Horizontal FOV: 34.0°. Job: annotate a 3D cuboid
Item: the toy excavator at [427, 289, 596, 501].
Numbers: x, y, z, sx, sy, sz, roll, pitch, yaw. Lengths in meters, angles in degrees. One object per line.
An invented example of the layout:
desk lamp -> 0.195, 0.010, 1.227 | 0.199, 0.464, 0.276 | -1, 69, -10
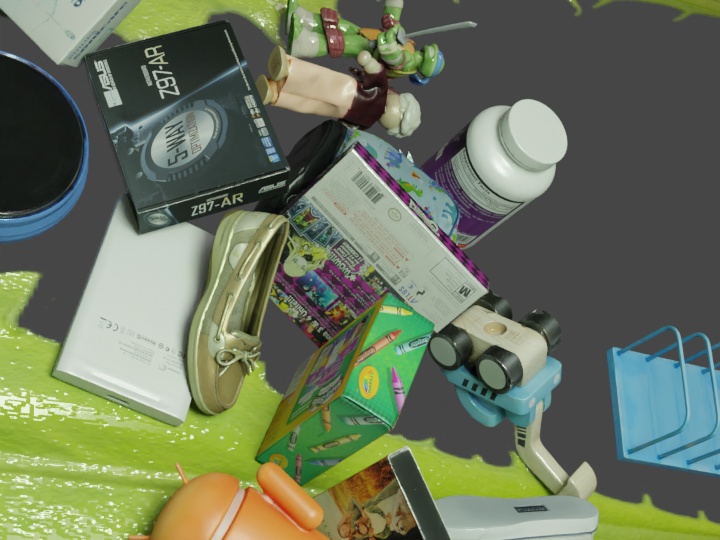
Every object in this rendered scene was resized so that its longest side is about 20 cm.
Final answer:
toy excavator -> 0.174, 0.148, 1.292 | 0.193, 0.201, 0.100 | 24, 44, 33

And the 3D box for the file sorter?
file sorter -> 0.415, 0.157, 1.410 | 0.198, 0.123, 0.140 | 13, 61, -25

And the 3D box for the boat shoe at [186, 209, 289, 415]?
boat shoe -> -0.116, 0.042, 1.145 | 0.073, 0.063, 0.203 | 31, 69, -60

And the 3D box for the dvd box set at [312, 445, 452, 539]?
dvd box set -> 0.013, 0.258, 1.069 | 0.029, 0.200, 0.147 | -16, 76, -37

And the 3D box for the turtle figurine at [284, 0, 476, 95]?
turtle figurine -> 0.015, -0.296, 1.355 | 0.192, 0.200, 0.145 | 4, 68, -12

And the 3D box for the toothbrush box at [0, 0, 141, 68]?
toothbrush box -> -0.316, -0.326, 1.183 | 0.200, 0.085, 0.146 | 44, 96, -3

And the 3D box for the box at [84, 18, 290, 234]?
box -> -0.178, -0.150, 1.200 | 0.159, 0.044, 0.201 | -16, 65, -14

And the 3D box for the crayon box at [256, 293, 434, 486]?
crayon box -> -0.018, 0.117, 1.120 | 0.058, 0.200, 0.119 | 33, 54, -11

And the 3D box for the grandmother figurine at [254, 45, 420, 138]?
grandmother figurine -> -0.015, -0.197, 1.331 | 0.199, 0.121, 0.061 | 14, 47, -30

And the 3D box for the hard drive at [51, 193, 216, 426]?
hard drive -> -0.207, 0.037, 1.155 | 0.131, 0.027, 0.201 | 25, 57, -19

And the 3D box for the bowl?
bowl -> -0.357, -0.125, 1.136 | 0.199, 0.039, 0.202 | 14, 61, -26

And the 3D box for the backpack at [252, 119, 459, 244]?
backpack -> 0.010, -0.058, 1.273 | 0.200, 0.153, 0.164 | 48, 45, -17

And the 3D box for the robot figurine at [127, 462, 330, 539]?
robot figurine -> -0.102, 0.257, 1.050 | 0.199, 0.144, 0.117 | 33, 40, -5

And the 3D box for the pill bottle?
pill bottle -> 0.142, -0.109, 1.325 | 0.112, 0.200, 0.113 | 13, 61, -25

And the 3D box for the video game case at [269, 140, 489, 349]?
video game case -> 0.000, 0.000, 1.197 | 0.200, 0.181, 0.036 | 45, 23, -9

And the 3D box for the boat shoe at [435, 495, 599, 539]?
boat shoe -> 0.153, 0.277, 1.226 | 0.198, 0.074, 0.066 | 3, 107, -10
